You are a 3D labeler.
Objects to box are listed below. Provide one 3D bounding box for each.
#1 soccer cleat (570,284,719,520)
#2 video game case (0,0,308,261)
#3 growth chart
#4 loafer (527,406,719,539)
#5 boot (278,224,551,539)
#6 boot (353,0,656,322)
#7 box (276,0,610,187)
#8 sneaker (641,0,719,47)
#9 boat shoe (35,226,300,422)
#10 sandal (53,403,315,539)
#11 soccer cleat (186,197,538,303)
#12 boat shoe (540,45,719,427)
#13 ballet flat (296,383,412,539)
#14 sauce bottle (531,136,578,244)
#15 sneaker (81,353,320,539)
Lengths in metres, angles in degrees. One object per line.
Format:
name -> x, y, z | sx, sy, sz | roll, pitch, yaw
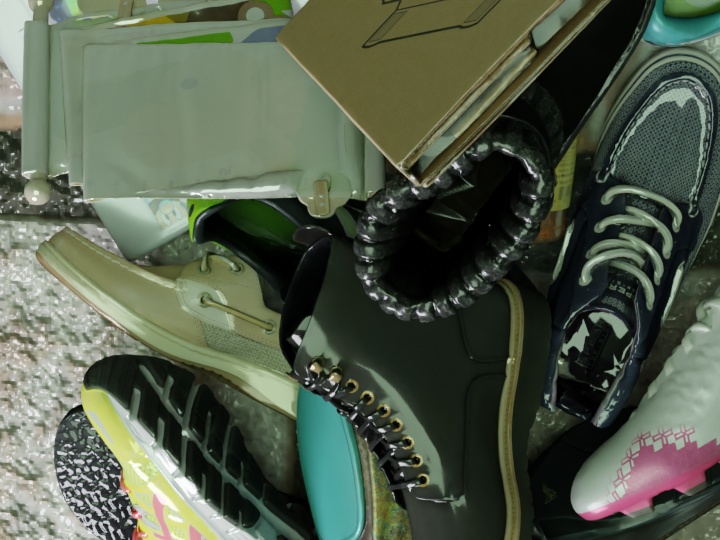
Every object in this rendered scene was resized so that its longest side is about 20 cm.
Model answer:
soccer cleat -> 0.180, 0.049, 1.184 | 0.199, 0.070, 0.087 | -30, 92, -7
video game case -> -0.085, -0.130, 1.237 | 0.199, 0.024, 0.183 | -30, 98, 11
growth chart -> -0.079, -0.088, 1.187 | 0.199, 0.018, 0.146 | 3, 62, 6
loafer -> 0.120, 0.130, 1.258 | 0.199, 0.073, 0.072 | -21, 140, 14
boot -> 0.012, 0.087, 1.145 | 0.138, 0.077, 0.201 | 19, 64, -28
boot -> 0.073, -0.082, 1.094 | 0.079, 0.158, 0.212 | 25, 106, 6
box -> 0.048, -0.133, 1.089 | 0.164, 0.200, 0.021 | -46, 117, 3
sneaker -> 0.221, -0.168, 1.166 | 0.199, 0.080, 0.078 | -33, 97, 12
boat shoe -> -0.075, 0.022, 1.247 | 0.199, 0.072, 0.065 | 29, 89, -9
sandal -> -0.079, 0.130, 1.290 | 0.199, 0.045, 0.075 | 27, 110, -15
soccer cleat -> 0.000, 0.000, 1.215 | 0.199, 0.081, 0.068 | 24, 122, -9
boat shoe -> 0.141, -0.012, 1.202 | 0.074, 0.093, 0.201 | 17, 104, 2
ballet flat -> 0.012, 0.142, 1.209 | 0.070, 0.071, 0.201 | -9, 83, 8
sauce bottle -> 0.087, -0.117, 1.201 | 0.066, 0.066, 0.201 | 9, 102, 4
sneaker -> -0.091, 0.131, 1.222 | 0.090, 0.078, 0.200 | -27, 115, 21
